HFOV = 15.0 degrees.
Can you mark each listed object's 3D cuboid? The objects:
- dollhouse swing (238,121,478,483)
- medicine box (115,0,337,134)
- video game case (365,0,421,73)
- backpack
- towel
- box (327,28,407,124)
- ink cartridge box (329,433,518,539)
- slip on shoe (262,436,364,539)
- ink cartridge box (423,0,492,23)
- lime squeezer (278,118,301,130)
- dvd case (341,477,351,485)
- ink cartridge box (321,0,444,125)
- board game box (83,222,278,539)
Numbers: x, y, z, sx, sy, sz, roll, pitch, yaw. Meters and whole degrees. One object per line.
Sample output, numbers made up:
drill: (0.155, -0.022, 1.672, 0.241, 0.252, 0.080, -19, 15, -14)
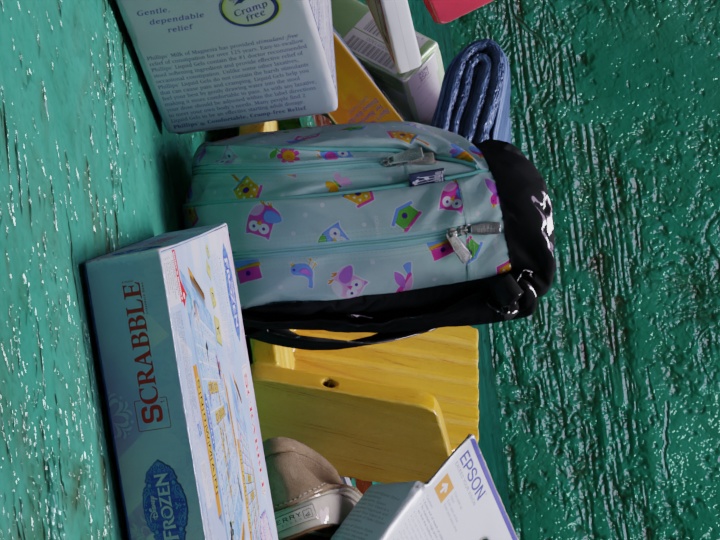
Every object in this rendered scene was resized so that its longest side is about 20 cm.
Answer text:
dollhouse swing: (0.000, 0.000, 1.730, 0.200, 0.180, 0.177, -87, -173, -56)
medicine box: (-0.082, -0.210, 1.507, 0.200, 0.102, 0.183, 72, 12, -53)
video game case: (-0.013, -0.234, 1.648, 0.143, 0.017, 0.201, 74, -6, -56)
backpack: (-0.003, -0.022, 1.572, 0.167, 0.199, 0.128, 154, -69, -76)
towel: (0.073, -0.071, 1.860, 0.200, 0.048, 0.112, 80, 21, -67)
box: (-0.017, -0.129, 1.804, 0.200, 0.041, 0.119, 50, 3, 3)
ink cartridge box: (0.027, 0.227, 1.636, 0.200, 0.040, 0.200, -49, 135, -29)
slip on shoe: (-0.031, 0.147, 1.678, 0.200, 0.076, 0.061, 39, 29, -73)
ink cartridge box: (0.032, -0.278, 1.706, 0.200, 0.085, 0.148, 65, 1, -45)
lime squeezer: (-0.061, -0.086, 1.868, 0.071, 0.038, 0.201, 46, -20, 42)
dvd case: (-0.017, 0.219, 1.867, 0.151, 0.025, 0.201, 72, 13, -56)
ink cartridge box: (0.004, -0.117, 1.963, 0.048, 0.145, 0.200, -48, 149, -22)
board game box: (-0.086, 0.083, 1.387, 0.200, 0.041, 0.201, -30, 112, -82)
